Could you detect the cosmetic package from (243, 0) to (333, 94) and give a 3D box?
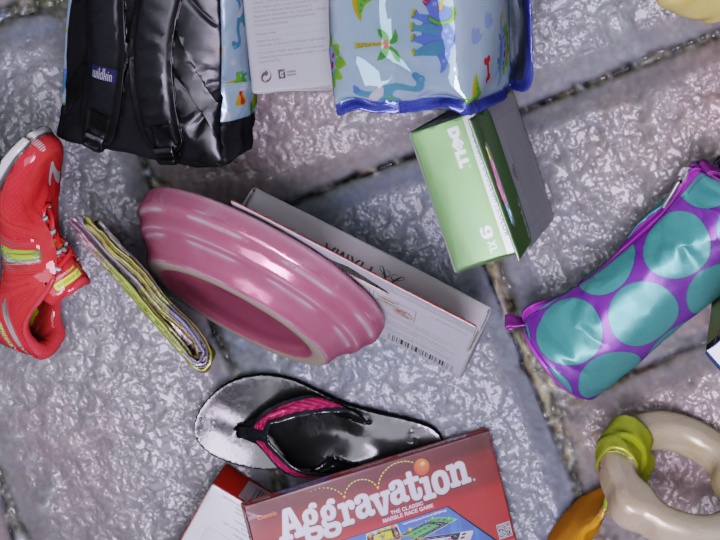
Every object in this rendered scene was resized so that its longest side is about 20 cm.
[{"bbox_3d":[-0.032,-0.231,1.597,0.080,0.113,0.202,-2,97,23],"label":"cosmetic package"}]

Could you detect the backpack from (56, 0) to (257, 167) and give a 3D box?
[{"bbox_3d":[-0.141,-0.196,1.624,0.162,0.154,0.202,9,120,28],"label":"backpack"}]

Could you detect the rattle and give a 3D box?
[{"bbox_3d":[0.258,0.193,1.656,0.198,0.130,0.144,9,114,-18],"label":"rattle"}]

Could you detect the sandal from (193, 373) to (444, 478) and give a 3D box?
[{"bbox_3d":[-0.033,0.128,1.707,0.198,0.045,0.076,10,102,8],"label":"sandal"}]

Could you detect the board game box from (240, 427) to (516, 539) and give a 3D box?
[{"bbox_3d":[0.016,0.197,1.682,0.198,0.019,0.104,-16,97,-13],"label":"board game box"}]

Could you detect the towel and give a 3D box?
[{"bbox_3d":[-0.156,0.018,1.636,0.023,0.200,0.144,-42,90,-4],"label":"towel"}]

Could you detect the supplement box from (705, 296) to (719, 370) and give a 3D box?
[{"bbox_3d":[0.357,0.025,1.538,0.200,0.200,0.134,-41,91,14],"label":"supplement box"}]

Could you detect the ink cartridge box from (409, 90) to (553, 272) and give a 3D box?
[{"bbox_3d":[0.084,-0.062,1.572,0.059,0.200,0.105,-17,96,14],"label":"ink cartridge box"}]

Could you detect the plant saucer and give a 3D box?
[{"bbox_3d":[-0.079,0.011,1.616,0.199,0.201,0.051,28,77,4],"label":"plant saucer"}]

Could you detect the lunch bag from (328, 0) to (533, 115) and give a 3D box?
[{"bbox_3d":[0.058,-0.202,1.553,0.126,0.200,0.172,2,101,18],"label":"lunch bag"}]

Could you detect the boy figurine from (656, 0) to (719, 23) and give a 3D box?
[{"bbox_3d":[0.307,-0.222,1.575,0.199,0.064,0.125,-25,95,14],"label":"boy figurine"}]

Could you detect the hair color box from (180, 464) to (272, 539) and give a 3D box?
[{"bbox_3d":[-0.110,0.269,1.737,0.110,0.064,0.201,30,102,2],"label":"hair color box"}]

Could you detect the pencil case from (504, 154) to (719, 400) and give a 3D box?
[{"bbox_3d":[0.208,0.006,1.622,0.200,0.085,0.092,-43,106,14],"label":"pencil case"}]

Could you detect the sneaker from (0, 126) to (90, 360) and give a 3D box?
[{"bbox_3d":[-0.240,-0.019,1.683,0.084,0.077,0.201,29,130,20],"label":"sneaker"}]

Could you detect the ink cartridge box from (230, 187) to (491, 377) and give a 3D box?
[{"bbox_3d":[0.000,0.000,1.613,0.199,0.174,0.044,27,75,5],"label":"ink cartridge box"}]
